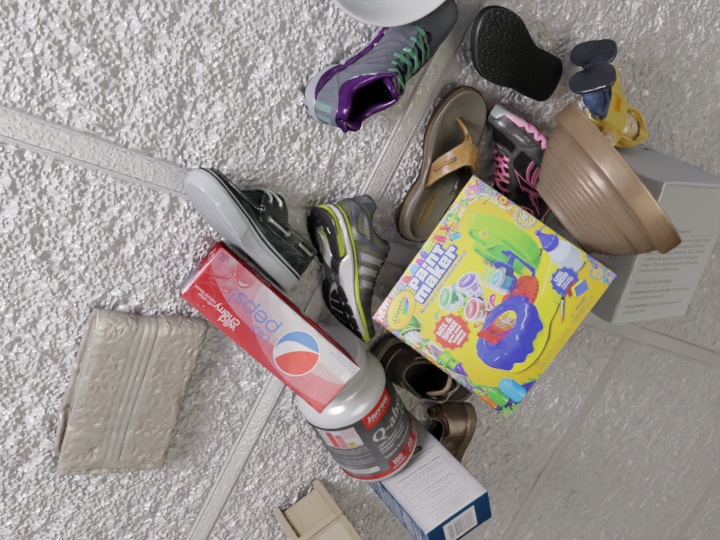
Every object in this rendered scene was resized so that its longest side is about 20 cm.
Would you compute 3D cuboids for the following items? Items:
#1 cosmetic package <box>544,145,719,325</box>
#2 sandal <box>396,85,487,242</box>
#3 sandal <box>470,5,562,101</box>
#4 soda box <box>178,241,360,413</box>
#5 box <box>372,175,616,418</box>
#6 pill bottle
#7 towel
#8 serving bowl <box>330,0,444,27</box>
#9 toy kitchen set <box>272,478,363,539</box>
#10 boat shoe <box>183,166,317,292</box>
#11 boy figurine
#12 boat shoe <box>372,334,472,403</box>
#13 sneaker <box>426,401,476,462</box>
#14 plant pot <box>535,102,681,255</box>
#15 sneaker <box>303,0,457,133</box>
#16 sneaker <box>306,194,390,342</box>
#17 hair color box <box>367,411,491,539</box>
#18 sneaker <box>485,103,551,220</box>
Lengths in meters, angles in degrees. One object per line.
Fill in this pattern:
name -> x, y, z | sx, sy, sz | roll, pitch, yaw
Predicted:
cosmetic package -> 0.371, -0.056, 1.130 | 0.166, 0.167, 0.200 | -3, 117, -34
sandal -> 0.104, -0.119, 0.975 | 0.082, 0.055, 0.200 | 11, 109, -40
sandal -> 0.171, -0.249, 0.958 | 0.200, 0.048, 0.075 | 17, 105, -54
soda box -> -0.097, 0.060, 0.876 | 0.200, 0.063, 0.070 | 42, 89, -14
box -> 0.154, 0.026, 0.960 | 0.200, 0.193, 0.122 | -56, 173, 9
pill bottle -> -0.011, 0.168, 1.027 | 0.116, 0.116, 0.200 | -38, 133, -11
towel -> -0.251, 0.134, 0.890 | 0.132, 0.034, 0.200 | 8, 111, -40
serving bowl -> 0.022, -0.339, 0.775 | 0.200, 0.066, 0.200 | -17, 125, -26
toy kitchen set -> -0.051, 0.440, 1.119 | 0.163, 0.180, 0.200 | -35, 127, -12
boat shoe -> -0.111, -0.055, 0.860 | 0.071, 0.072, 0.200 | -51, 144, -11
boy figurine -> 0.319, -0.207, 1.050 | 0.200, 0.064, 0.125 | 35, 57, -53
boat shoe -> 0.096, 0.153, 1.123 | 0.200, 0.073, 0.075 | 23, 102, -42
sneaker -> 0.112, 0.281, 1.232 | 0.075, 0.070, 0.200 | 6, 111, -17
plant pot -> 0.268, -0.086, 0.941 | 0.093, 0.201, 0.201 | -38, 135, 16
sneaker -> 0.040, -0.209, 0.851 | 0.200, 0.088, 0.074 | -41, 133, -8
sneaker -> 0.000, 0.000, 0.965 | 0.081, 0.074, 0.200 | -28, 132, -23
hair color box -> 0.073, 0.275, 1.094 | 0.100, 0.200, 0.061 | -28, 129, -18
sneaker -> 0.199, -0.124, 1.037 | 0.095, 0.079, 0.200 | -39, 132, 5
